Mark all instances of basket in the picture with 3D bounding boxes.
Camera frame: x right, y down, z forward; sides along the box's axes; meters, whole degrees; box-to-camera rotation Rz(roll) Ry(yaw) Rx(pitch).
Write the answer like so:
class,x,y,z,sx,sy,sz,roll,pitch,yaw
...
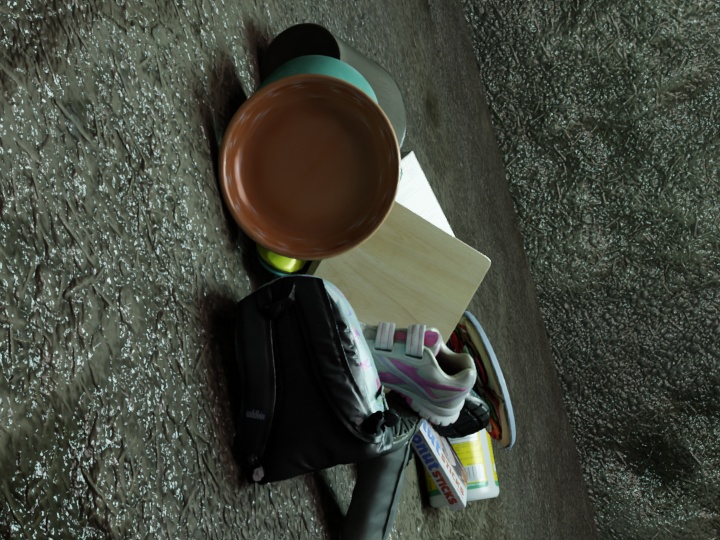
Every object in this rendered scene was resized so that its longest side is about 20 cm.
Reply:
class,x,y,z,sx,sy,sz,roll,pitch,yaw
basket,-0.038,-0.233,1.631,0.200,0.135,0.182,29,42,-65

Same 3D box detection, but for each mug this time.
class,x,y,z,sx,sy,sz,roll,pitch,yaw
mug,-0.046,-0.161,1.438,0.115,0.183,0.153,-60,152,-63

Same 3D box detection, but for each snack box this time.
class,x,y,z,sx,sy,sz,roll,pitch,yaw
snack box,0.086,0.214,1.607,0.201,0.024,0.072,60,20,-21

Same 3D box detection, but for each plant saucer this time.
class,x,y,z,sx,sy,sz,roll,pitch,yaw
plant saucer,-0.055,-0.112,1.355,0.037,0.199,0.202,-49,126,-88

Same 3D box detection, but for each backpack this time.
class,x,y,z,sx,sy,sz,roll,pitch,yaw
backpack,-0.060,0.104,1.276,0.127,0.166,0.202,98,-23,-86

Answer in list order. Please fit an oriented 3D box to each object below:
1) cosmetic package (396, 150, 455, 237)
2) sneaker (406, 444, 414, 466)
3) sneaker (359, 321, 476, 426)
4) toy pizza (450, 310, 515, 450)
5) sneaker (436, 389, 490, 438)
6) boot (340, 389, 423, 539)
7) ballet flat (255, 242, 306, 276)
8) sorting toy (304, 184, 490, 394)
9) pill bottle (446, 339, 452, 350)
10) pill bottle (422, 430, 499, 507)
class,x,y,z,sx,sy,sz,roll,pitch,yaw
cosmetic package,0.059,-0.045,1.640,0.103,0.073,0.201,-38,110,-30
sneaker,0.012,0.175,1.626,0.095,0.079,0.201,30,42,-46
sneaker,0.045,0.090,1.374,0.199,0.088,0.082,26,34,-18
toy pizza,0.160,0.151,1.686,0.200,0.031,0.202,162,-90,-83
sneaker,0.109,0.148,1.593,0.200,0.075,0.080,50,19,-48
boot,0.010,0.241,1.423,0.181,0.072,0.201,-12,130,-57
ballet flat,-0.074,-0.052,1.453,0.067,0.067,0.200,31,17,0
sorting toy,0.019,0.023,1.454,0.199,0.200,0.070,29,1,-28
pill bottle,0.063,0.082,1.752,0.120,0.119,0.202,-29,106,-74
pill bottle,0.145,0.258,1.921,0.113,0.112,0.202,26,53,-71
